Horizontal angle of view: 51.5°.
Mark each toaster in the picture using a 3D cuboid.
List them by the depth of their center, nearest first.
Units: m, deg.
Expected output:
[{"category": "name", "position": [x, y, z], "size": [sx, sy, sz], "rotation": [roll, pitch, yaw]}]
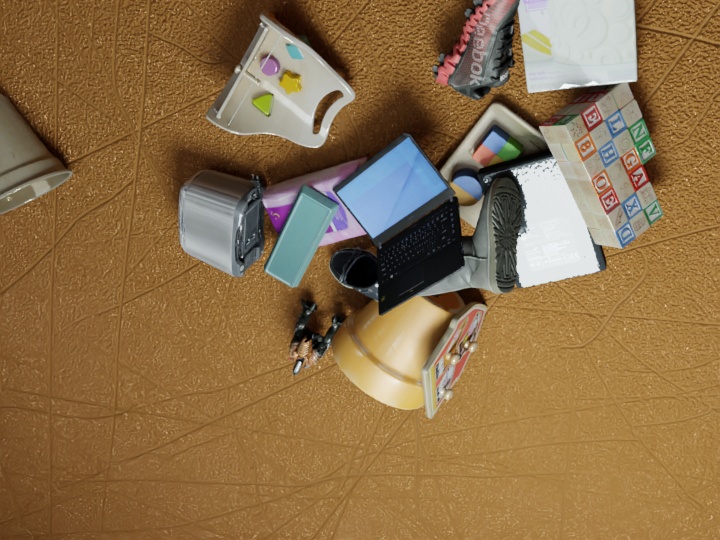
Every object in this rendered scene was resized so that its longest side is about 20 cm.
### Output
[{"category": "toaster", "position": [-0.243, -0.093, 1.320], "size": [0.129, 0.114, 0.200], "rotation": [19, 129, 12]}]

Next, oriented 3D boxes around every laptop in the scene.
[{"category": "laptop", "position": [0.050, -0.066, 1.109], "size": [0.103, 0.200, 0.177], "rotation": [24, 140, -33]}]

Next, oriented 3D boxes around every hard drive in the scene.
[{"category": "hard drive", "position": [0.273, -0.077, 1.117], "size": [0.140, 0.033, 0.200], "rotation": [-13, 114, 25]}]

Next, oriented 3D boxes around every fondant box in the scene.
[{"category": "fondant box", "position": [0.282, -0.343, 0.974], "size": [0.144, 0.058, 0.200], "rotation": [-1, 120, 23]}]

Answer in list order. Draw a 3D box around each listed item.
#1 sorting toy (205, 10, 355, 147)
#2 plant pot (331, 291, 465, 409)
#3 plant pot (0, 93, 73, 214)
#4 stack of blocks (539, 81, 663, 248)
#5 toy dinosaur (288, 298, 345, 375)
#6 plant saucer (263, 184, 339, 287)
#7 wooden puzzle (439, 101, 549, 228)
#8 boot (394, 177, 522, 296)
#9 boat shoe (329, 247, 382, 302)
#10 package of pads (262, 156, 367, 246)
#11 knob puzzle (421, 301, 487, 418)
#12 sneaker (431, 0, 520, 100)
[{"category": "sorting toy", "position": [-0.109, -0.280, 1.156], "size": [0.180, 0.107, 0.200], "rotation": [33, 128, -11]}, {"category": "plant pot", "position": [0.080, 0.103, 1.284], "size": [0.200, 0.200, 0.183], "rotation": [33, 113, -1]}, {"category": "plant pot", "position": [-0.670, -0.217, 1.378], "size": [0.200, 0.200, 0.184], "rotation": [-22, 100, 32]}, {"category": "stack of blocks", "position": [0.347, -0.146, 1.038], "size": [0.200, 0.115, 0.059], "rotation": [59, 166, -20]}, {"category": "toy dinosaur", "position": [-0.089, 0.136, 1.391], "size": [0.102, 0.136, 0.200], "rotation": [30, 172, -18]}, {"category": "plant saucer", "position": [-0.105, -0.051, 1.256], "size": [0.070, 0.019, 0.200], "rotation": [31, 129, 0]}, {"category": "wooden puzzle", "position": [0.221, -0.130, 1.148], "size": [0.185, 0.046, 0.200], "rotation": [35, 128, -4]}, {"category": "boot", "position": [0.141, -0.046, 1.128], "size": [0.200, 0.073, 0.182], "rotation": [3, 85, 51]}, {"category": "boat shoe", "position": [0.000, 0.000, 1.260], "size": [0.062, 0.200, 0.075], "rotation": [36, 88, -36]}, {"category": "package of pads", "position": [-0.057, -0.109, 1.257], "size": [0.200, 0.076, 0.121], "rotation": [-12, 114, 28]}, {"category": "knob puzzle", "position": [0.169, 0.138, 1.257], "size": [0.030, 0.220, 0.220], "rotation": [25, 129, 24]}, {"category": "sneaker", "position": [0.176, -0.305, 1.004], "size": [0.098, 0.071, 0.200], "rotation": [42, 147, 6]}]
